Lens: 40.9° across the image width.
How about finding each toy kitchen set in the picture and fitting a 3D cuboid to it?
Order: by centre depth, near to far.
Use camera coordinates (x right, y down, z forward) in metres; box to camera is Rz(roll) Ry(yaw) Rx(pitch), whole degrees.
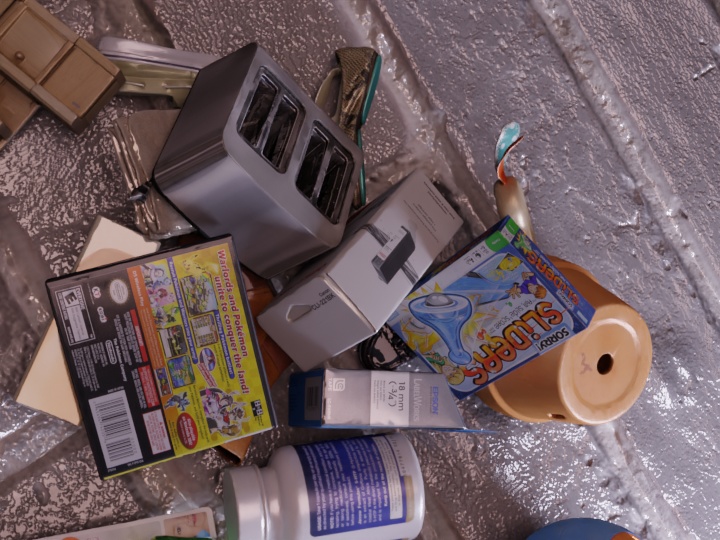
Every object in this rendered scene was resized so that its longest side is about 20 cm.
[{"bbox_3d":[-0.369,-0.212,0.939,0.200,0.180,0.164,38,81,1],"label":"toy kitchen set"}]

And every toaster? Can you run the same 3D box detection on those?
[{"bbox_3d":[-0.105,-0.107,0.991,0.181,0.118,0.201,42,44,-30],"label":"toaster"}]

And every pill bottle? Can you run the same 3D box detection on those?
[{"bbox_3d":[-0.042,0.244,1.040,0.198,0.120,0.121,-4,85,-18],"label":"pill bottle"}]

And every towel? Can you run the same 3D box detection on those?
[{"bbox_3d":[-0.174,-0.107,1.031,0.199,0.034,0.133,-14,85,-53],"label":"towel"}]

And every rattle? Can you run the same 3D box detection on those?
[{"bbox_3d":[0.124,-0.054,1.033,0.200,0.142,0.131,60,37,-47],"label":"rattle"}]

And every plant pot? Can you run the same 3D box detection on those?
[{"bbox_3d":[0.237,0.091,1.111,0.199,0.140,0.202,-6,103,-28],"label":"plant pot"}]

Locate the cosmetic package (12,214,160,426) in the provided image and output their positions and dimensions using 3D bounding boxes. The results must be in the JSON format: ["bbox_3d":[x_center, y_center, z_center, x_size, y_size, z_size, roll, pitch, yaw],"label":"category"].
[{"bbox_3d":[-0.280,0.053,0.991,0.071,0.105,0.201,24,79,-14],"label":"cosmetic package"}]

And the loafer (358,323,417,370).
[{"bbox_3d":[0.080,0.045,1.132,0.200,0.063,0.072,-40,99,-18],"label":"loafer"}]

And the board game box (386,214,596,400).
[{"bbox_3d":[0.130,0.045,1.025,0.135,0.200,0.034,46,44,-5],"label":"board game box"}]

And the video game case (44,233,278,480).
[{"bbox_3d":[-0.189,0.083,0.937,0.179,0.025,0.202,-15,102,-13],"label":"video game case"}]

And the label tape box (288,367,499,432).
[{"bbox_3d":[0.033,0.144,1.064,0.198,0.144,0.064,4,81,-18],"label":"label tape box"}]

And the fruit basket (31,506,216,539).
[{"bbox_3d":[-0.235,0.350,0.980,0.198,0.094,0.187,-8,87,-16],"label":"fruit basket"}]

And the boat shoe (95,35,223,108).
[{"bbox_3d":[-0.196,-0.211,1.074,0.198,0.072,0.063,9,95,-7],"label":"boat shoe"}]

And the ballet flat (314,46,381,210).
[{"bbox_3d":[-0.021,-0.168,1.129,0.075,0.068,0.202,5,76,4],"label":"ballet flat"}]

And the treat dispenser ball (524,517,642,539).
[{"bbox_3d":[0.254,0.380,1.080,0.199,0.201,0.203,2,83,-18],"label":"treat dispenser ball"}]

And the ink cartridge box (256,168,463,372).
[{"bbox_3d":[0.000,0.000,1.033,0.084,0.144,0.200,48,49,-7],"label":"ink cartridge box"}]

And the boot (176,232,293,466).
[{"bbox_3d":[-0.159,0.077,1.028,0.188,0.068,0.201,44,56,-22],"label":"boot"}]
